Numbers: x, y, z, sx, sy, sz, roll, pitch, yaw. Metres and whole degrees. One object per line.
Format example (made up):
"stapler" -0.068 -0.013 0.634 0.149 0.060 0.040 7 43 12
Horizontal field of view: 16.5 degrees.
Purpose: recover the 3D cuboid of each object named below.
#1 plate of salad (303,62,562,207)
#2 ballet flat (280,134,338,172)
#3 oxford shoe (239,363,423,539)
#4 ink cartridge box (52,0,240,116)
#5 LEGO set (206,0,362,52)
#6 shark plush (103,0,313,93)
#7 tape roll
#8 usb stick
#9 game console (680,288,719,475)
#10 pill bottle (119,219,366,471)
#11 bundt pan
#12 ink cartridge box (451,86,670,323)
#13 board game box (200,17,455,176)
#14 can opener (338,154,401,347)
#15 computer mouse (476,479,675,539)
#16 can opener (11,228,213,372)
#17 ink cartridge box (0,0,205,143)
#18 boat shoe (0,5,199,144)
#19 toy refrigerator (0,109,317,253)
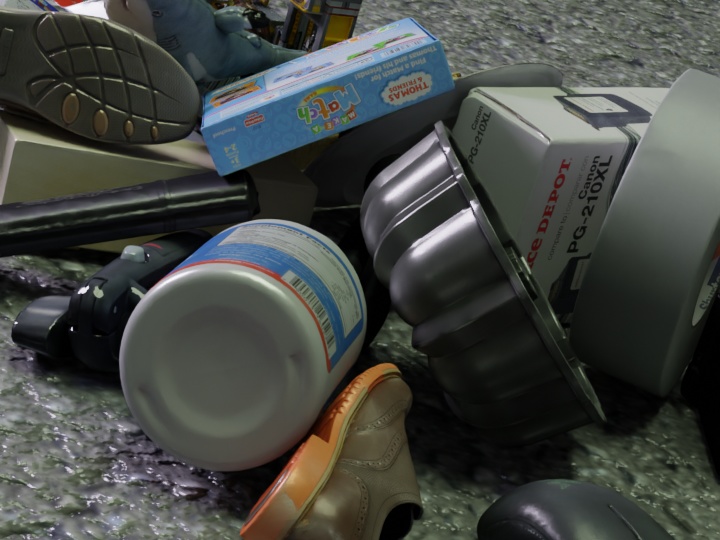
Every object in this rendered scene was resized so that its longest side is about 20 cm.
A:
"plate of salad" 0.044 -0.099 1.701 0.200 0.200 0.048 -7 69 -47
"ballet flat" -0.034 -0.086 1.746 0.068 0.073 0.200 16 18 30
"oxford shoe" -0.002 0.112 1.309 0.073 0.071 0.200 38 27 0
"ink cartridge box" -0.137 -0.164 1.799 0.200 0.047 0.160 42 8 37
"LEGO set" -0.089 -0.221 1.978 0.153 0.116 0.200 6 23 -26
"shark plush" -0.096 -0.147 1.624 0.200 0.083 0.091 29 48 -42
"tape roll" 0.200 -0.024 1.564 0.066 0.201 0.200 24 22 13
"usb stick" -0.158 -0.031 1.476 0.199 0.033 0.055 -8 11 -7
"game console" 0.288 0.019 1.558 0.176 0.200 0.116 2 27 -37
"pill bottle" -0.057 0.033 1.366 0.112 0.112 0.200 19 13 5
"bundt pan" 0.064 0.019 1.450 0.202 0.076 0.202 59 6 -11
"ink cartridge box" 0.146 -0.044 1.680 0.200 0.145 0.084 -4 31 -43
"board game box" -0.025 -0.112 1.552 0.151 0.037 0.200 -21 11 0
"can opener" 0.000 0.000 1.562 0.063 0.079 0.200 -18 22 24
"computer mouse" 0.146 0.160 1.300 0.138 0.053 0.200 -6 31 -44
"can opener" -0.129 0.008 1.451 0.078 0.064 0.200 22 22 15
"ink cartridge box" -0.182 -0.126 1.701 0.200 0.047 0.198 39 4 -18
"boat shoe" -0.195 -0.128 1.550 0.200 0.076 0.072 19 -1 -1
"toy refrigerator" -0.137 -0.045 1.577 0.200 0.070 0.076 9 15 -22
